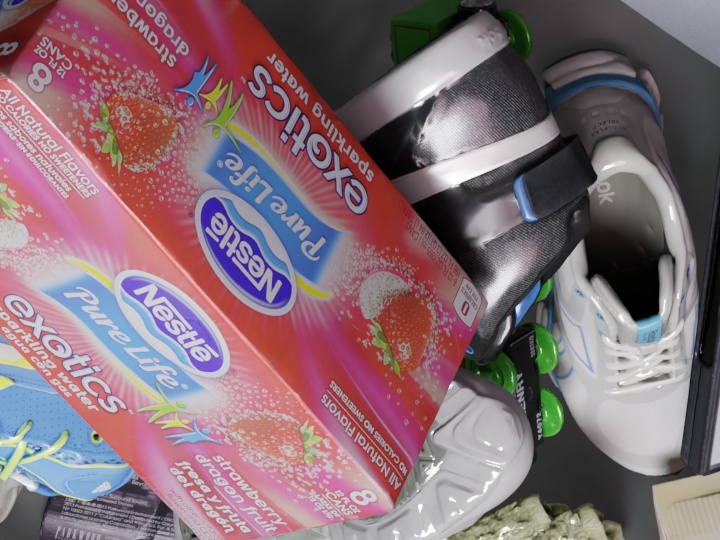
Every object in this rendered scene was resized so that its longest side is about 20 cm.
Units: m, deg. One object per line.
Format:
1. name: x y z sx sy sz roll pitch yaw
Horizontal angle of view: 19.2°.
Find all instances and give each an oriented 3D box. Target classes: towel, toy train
1. towel: 0.023 0.153 0.933 0.199 0.037 0.148 -26 162 8
2. toy train: 0.045 -0.013 0.854 0.056 0.042 0.201 13 118 39

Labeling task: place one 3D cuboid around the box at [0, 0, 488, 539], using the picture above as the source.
1. box: -0.060 -0.012 0.705 0.095 0.100 0.200 -16 125 41

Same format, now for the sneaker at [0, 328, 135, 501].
1. sneaker: -0.125 0.038 0.730 0.076 0.200 0.105 -39 85 37

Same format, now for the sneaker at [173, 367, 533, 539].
1. sneaker: 0.011 0.078 0.865 0.099 0.078 0.200 -2 168 -39

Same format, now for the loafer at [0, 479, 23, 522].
1. loafer: -0.143 0.029 0.880 0.070 0.070 0.200 8 122 -44

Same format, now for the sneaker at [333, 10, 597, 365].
1. sneaker: 0.000 0.000 0.808 0.200 0.073 0.112 -33 93 33

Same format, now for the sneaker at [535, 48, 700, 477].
1. sneaker: 0.108 0.016 0.875 0.075 0.087 0.201 -16 123 3

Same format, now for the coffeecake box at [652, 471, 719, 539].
1. coffeecake box: 0.219 0.162 0.950 0.153 0.073 0.200 -13 138 4

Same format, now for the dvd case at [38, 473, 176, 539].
1. dvd case: -0.045 0.052 0.923 0.148 0.016 0.201 13 119 -12

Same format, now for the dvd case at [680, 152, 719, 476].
1. dvd case: 0.200 -0.018 0.868 0.142 0.018 0.201 -15 126 -26

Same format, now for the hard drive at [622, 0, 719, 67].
1. hard drive: 0.190 -0.119 0.781 0.199 0.042 0.135 27 74 -18
